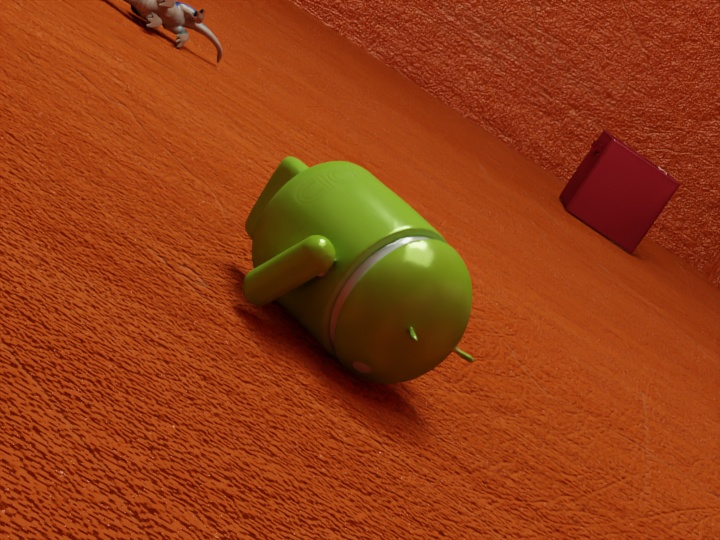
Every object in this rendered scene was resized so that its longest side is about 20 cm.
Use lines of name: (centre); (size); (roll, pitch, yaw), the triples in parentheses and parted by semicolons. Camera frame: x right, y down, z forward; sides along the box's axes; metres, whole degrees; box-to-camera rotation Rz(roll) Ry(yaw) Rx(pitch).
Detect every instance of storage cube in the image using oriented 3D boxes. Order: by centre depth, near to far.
storage cube: (0.545, -0.170, 3.207); (0.199, 0.180, 0.171); (32, 11, -5)

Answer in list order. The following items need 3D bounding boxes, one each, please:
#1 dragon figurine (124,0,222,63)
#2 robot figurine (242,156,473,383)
dragon figurine: (-0.251, -0.333, 1.907); (0.199, 0.059, 0.099); (19, 19, -49)
robot figurine: (0.000, 0.000, 1.083); (0.175, 0.116, 0.200); (19, 19, -51)
